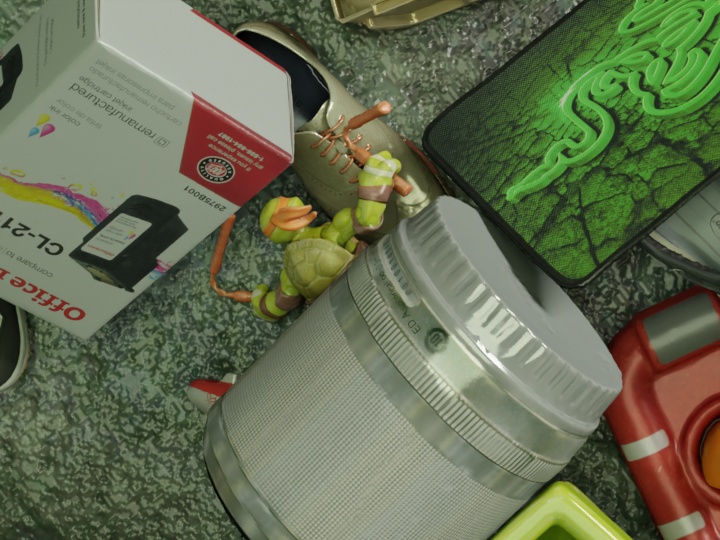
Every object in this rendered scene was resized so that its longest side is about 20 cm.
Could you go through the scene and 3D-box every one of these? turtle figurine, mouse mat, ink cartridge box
[{"bbox_3d":[0.000,0.000,1.137,0.161,0.065,0.200,38,129,-9],"label":"turtle figurine"},{"bbox_3d":[0.147,-0.093,1.070,0.199,0.008,0.161,-38,50,-5],"label":"mouse mat"},{"bbox_3d":[-0.156,-0.066,1.113,0.145,0.083,0.200,30,126,-32],"label":"ink cartridge box"}]

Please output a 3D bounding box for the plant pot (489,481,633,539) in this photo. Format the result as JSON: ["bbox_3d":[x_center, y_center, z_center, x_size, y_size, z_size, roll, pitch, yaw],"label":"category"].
[{"bbox_3d":[0.118,0.246,1.103,0.199,0.181,0.200,45,96,4],"label":"plant pot"}]

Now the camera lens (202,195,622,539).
[{"bbox_3d":[0.024,0.080,1.048,0.160,0.160,0.200,46,105,4],"label":"camera lens"}]

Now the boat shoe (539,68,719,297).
[{"bbox_3d":[0.173,-0.046,1.075,0.074,0.066,0.200,-42,76,8],"label":"boat shoe"}]

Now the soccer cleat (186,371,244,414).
[{"bbox_3d":[-0.022,0.126,1.176,0.198,0.069,0.086,22,90,1],"label":"soccer cleat"}]

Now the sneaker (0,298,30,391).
[{"bbox_3d":[-0.273,-0.013,1.193,0.075,0.088,0.202,-23,90,5],"label":"sneaker"}]

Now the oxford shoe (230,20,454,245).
[{"bbox_3d":[-0.014,-0.072,1.165,0.200,0.074,0.071,43,96,4],"label":"oxford shoe"}]

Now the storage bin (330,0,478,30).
[{"bbox_3d":[0.057,-0.267,1.124,0.197,0.094,0.202,-19,89,23],"label":"storage bin"}]

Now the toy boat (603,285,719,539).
[{"bbox_3d":[0.223,0.109,1.111,0.130,0.131,0.202,-25,88,7],"label":"toy boat"}]

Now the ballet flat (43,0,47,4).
[{"bbox_3d":[-0.184,-0.143,1.194,0.069,0.069,0.201,28,95,6],"label":"ballet flat"}]
